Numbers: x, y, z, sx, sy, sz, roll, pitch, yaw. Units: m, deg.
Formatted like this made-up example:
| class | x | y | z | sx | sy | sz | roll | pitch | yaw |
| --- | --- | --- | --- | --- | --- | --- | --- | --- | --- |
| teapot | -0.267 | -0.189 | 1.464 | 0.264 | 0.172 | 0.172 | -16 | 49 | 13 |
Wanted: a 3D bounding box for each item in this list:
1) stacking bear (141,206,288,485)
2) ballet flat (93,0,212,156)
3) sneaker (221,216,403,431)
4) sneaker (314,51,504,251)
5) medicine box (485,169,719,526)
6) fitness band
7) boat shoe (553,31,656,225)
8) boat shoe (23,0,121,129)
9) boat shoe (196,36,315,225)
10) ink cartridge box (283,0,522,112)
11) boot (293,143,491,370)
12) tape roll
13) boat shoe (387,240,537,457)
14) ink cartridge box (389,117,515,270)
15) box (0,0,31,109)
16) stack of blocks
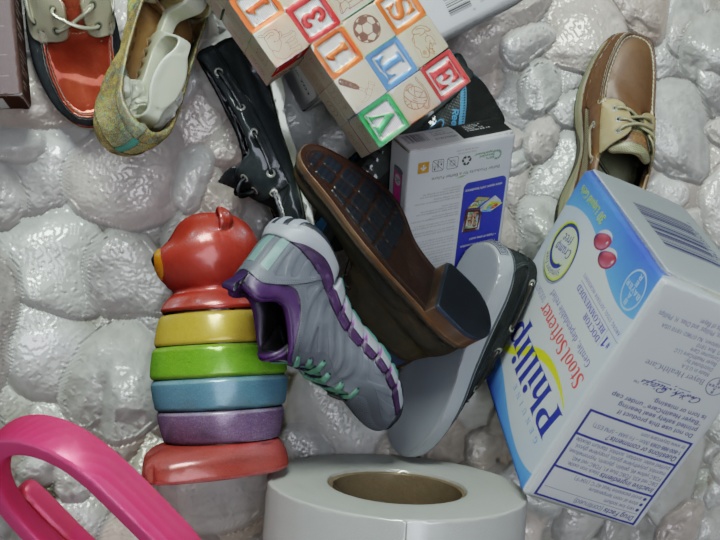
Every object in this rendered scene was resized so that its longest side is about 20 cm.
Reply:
| class | x | y | z | sx | sy | sz | roll | pitch | yaw |
| --- | --- | --- | --- | --- | --- | --- | --- | --- | --- |
| stacking bear | -0.115 | 0.054 | 0.744 | 0.113 | 0.121 | 0.201 | -2 | 85 | -13 |
| ballet flat | -0.145 | -0.181 | 0.728 | 0.070 | 0.071 | 0.201 | 18 | 76 | -15 |
| sneaker | -0.039 | 0.061 | 0.723 | 0.088 | 0.074 | 0.200 | -48 | 123 | -34 |
| sneaker | 0.041 | -0.085 | 0.795 | 0.082 | 0.073 | 0.200 | 43 | 84 | -17 |
| medicine box | 0.193 | 0.056 | 0.748 | 0.103 | 0.182 | 0.201 | 20 | 115 | -15 |
| fitness band | -0.195 | 0.188 | 0.710 | 0.200 | 0.143 | 0.037 | 48 | 44 | -12 |
| boat shoe | 0.229 | -0.107 | 0.842 | 0.075 | 0.074 | 0.201 | 10 | 90 | -15 |
| boat shoe | -0.219 | -0.208 | 0.727 | 0.071 | 0.063 | 0.201 | -8 | 95 | -16 |
| boat shoe | -0.083 | -0.089 | 0.761 | 0.066 | 0.074 | 0.200 | -15 | 95 | -12 |
| ink cartridge box | 0.012 | -0.239 | 0.773 | 0.199 | 0.086 | 0.147 | -29 | 98 | -11 |
| boot | 0.000 | 0.000 | 0.735 | 0.200 | 0.097 | 0.075 | 47 | 37 | -13 |
| tape roll | 0.023 | 0.230 | 0.736 | 0.202 | 0.203 | 0.140 | 3 | 92 | -15 |
| boat shoe | 0.087 | 0.071 | 0.800 | 0.056 | 0.069 | 0.201 | 12 | 111 | -37 |
| ink cartridge box | 0.069 | -0.022 | 0.792 | 0.094 | 0.037 | 0.201 | -13 | 124 | -22 |
| box | -0.301 | -0.219 | 0.700 | 0.100 | 0.075 | 0.201 | -6 | 92 | -14 |
| stack of blocks | -0.027 | -0.182 | 0.690 | 0.115 | 0.059 | 0.200 | -37 | 98 | -11 |
